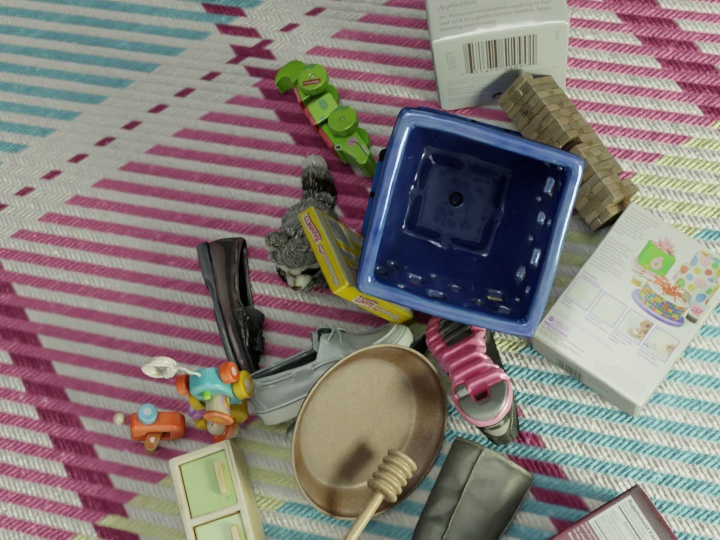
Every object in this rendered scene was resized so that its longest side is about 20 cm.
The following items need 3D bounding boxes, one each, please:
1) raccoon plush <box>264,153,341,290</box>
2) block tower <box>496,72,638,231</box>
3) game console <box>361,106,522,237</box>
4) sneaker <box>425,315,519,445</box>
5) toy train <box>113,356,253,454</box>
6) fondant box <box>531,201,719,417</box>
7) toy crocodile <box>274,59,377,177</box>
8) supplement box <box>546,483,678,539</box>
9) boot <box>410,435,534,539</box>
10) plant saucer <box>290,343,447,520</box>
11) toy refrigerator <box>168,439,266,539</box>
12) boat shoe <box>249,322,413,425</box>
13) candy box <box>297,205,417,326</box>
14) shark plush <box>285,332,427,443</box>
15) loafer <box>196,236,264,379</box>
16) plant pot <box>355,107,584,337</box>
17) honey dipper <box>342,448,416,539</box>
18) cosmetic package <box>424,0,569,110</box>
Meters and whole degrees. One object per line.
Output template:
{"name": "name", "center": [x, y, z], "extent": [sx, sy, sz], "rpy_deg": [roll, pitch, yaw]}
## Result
{"name": "raccoon plush", "center": [-0.076, -0.066, 1.323], "extent": [0.096, 0.134, 0.201], "rpy_deg": [-16, 67, 4]}
{"name": "block tower", "center": [0.248, -0.145, 1.323], "extent": [0.058, 0.054, 0.200], "rpy_deg": [-19, 69, -45]}
{"name": "game console", "center": [0.124, -0.095, 1.366], "extent": [0.199, 0.118, 0.172], "rpy_deg": [18, 104, 16]}
{"name": "sneaker", "center": [0.133, 0.114, 1.254], "extent": [0.079, 0.095, 0.201], "rpy_deg": [-26, 41, 14]}
{"name": "toy train", "center": [-0.195, 0.162, 1.239], "extent": [0.149, 0.200, 0.056], "rpy_deg": [3, 61, -15]}
{"name": "fondant box", "center": [0.309, 0.043, 1.259], "extent": [0.144, 0.058, 0.200], "rpy_deg": [35, 79, 20]}
{"name": "toy crocodile", "center": [-0.041, -0.194, 1.406], "extent": [0.062, 0.068, 0.200], "rpy_deg": [-35, 65, 1]}
{"name": "supplement box", "center": [0.222, 0.313, 1.139], "extent": [0.199, 0.110, 0.086], "rpy_deg": [-31, 67, -4]}
{"name": "boot", "center": [0.070, 0.271, 1.203], "extent": [0.181, 0.073, 0.201], "rpy_deg": [24, 80, 4]}
{"name": "plant saucer", "center": [0.005, 0.171, 1.211], "extent": [0.201, 0.200, 0.037], "rpy_deg": [-49, 34, -11]}
{"name": "toy refrigerator", "center": [-0.148, 0.297, 1.230], "extent": [0.076, 0.070, 0.201], "rpy_deg": [-19, 66, 2]}
{"name": "boat shoe", "center": [-0.038, 0.101, 1.266], "extent": [0.200, 0.070, 0.072], "rpy_deg": [-28, 105, -4]}
{"name": "candy box", "center": [0.000, 0.000, 1.252], "extent": [0.026, 0.200, 0.103], "rpy_deg": [-30, 66, 15]}
{"name": "shark plush", "center": [0.003, 0.136, 1.272], "extent": [0.200, 0.091, 0.083], "rpy_deg": [-51, 39, -6]}
{"name": "loafer", "center": [-0.144, 0.045, 1.330], "extent": [0.063, 0.072, 0.201], "rpy_deg": [-19, 64, -3]}
{"name": "plant pot", "center": [0.111, -0.063, 1.201], "extent": [0.199, 0.180, 0.201], "rpy_deg": [15, 103, -2]}
{"name": "honey dipper", "center": [-0.009, 0.277, 1.166], "extent": [0.038, 0.038, 0.200], "rpy_deg": [30, 67, 19]}
{"name": "cosmetic package", "center": [0.162, -0.332, 1.372], "extent": [0.164, 0.165, 0.201], "rpy_deg": [-6, 68, 6]}
